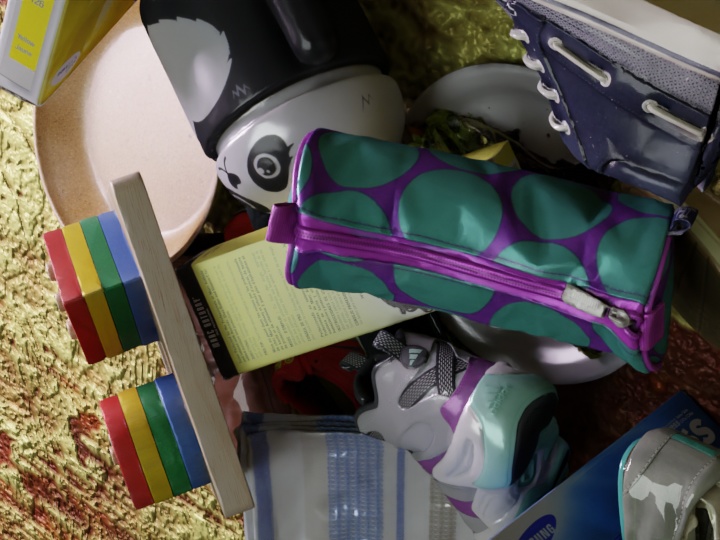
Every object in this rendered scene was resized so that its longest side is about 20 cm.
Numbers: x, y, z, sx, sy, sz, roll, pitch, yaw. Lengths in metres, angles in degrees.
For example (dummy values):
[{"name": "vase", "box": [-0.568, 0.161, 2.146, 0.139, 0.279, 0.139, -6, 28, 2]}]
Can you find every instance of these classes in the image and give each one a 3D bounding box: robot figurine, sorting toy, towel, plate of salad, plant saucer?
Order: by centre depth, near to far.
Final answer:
[{"name": "plate of salad", "box": [0.088, -0.021, 0.886, 0.200, 0.048, 0.201, 20, 123, 35]}, {"name": "robot figurine", "box": [-0.056, -0.129, 0.896, 0.125, 0.150, 0.200, -30, 78, 18]}, {"name": "sorting toy", "box": [-0.139, 0.050, 0.934, 0.199, 0.069, 0.201, -178, 69, -80]}, {"name": "towel", "box": [0.019, 0.158, 0.984, 0.199, 0.024, 0.147, 2, 119, 4]}, {"name": "plant saucer", "box": [-0.155, -0.098, 1.058, 0.200, 0.035, 0.201, 8, 102, 40]}]

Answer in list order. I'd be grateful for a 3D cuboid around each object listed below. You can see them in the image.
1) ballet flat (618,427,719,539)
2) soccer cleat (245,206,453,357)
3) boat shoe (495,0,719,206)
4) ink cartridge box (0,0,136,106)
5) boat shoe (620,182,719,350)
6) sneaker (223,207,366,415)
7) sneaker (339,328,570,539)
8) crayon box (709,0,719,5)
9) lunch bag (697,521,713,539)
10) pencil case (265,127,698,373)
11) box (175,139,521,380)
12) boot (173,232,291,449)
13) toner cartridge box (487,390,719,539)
[{"name": "ballet flat", "box": [0.168, 0.176, 0.785, 0.064, 0.067, 0.201, 14, 122, 35]}, {"name": "soccer cleat", "box": [0.000, 0.000, 0.956, 0.200, 0.067, 0.081, 52, 154, 9]}, {"name": "boat shoe", "box": [0.100, -0.107, 0.735, 0.200, 0.075, 0.093, 33, 123, 27]}, {"name": "ink cartridge box", "box": [-0.137, -0.225, 0.886, 0.047, 0.198, 0.200, 30, 133, 0]}, {"name": "boat shoe", "box": [0.217, 0.014, 0.781, 0.201, 0.063, 0.073, 47, 162, 21]}, {"name": "sneaker", "box": [-0.033, 0.045, 1.006, 0.200, 0.085, 0.077, 55, 135, 5]}, {"name": "sneaker", "box": [0.047, 0.091, 0.891, 0.140, 0.078, 0.200, 27, 153, 22]}, {"name": "crayon box", "box": [0.141, -0.164, 0.760, 0.200, 0.051, 0.127, 56, 137, 6]}, {"name": "lunch bag", "box": [0.262, 0.203, 0.817, 0.160, 0.082, 0.201, 20, 124, 32]}, {"name": "pencil case", "box": [0.060, -0.012, 0.757, 0.199, 0.092, 0.085, 13, 113, 11]}, {"name": "box", "box": [0.001, -0.005, 0.852, 0.199, 0.050, 0.075, -20, 101, 21]}, {"name": "boot", "box": [-0.130, 0.071, 1.135, 0.186, 0.064, 0.201, 5, 119, 44]}, {"name": "toner cartridge box", "box": [0.117, 0.145, 0.834, 0.043, 0.200, 0.095, 46, 134, 17]}]
